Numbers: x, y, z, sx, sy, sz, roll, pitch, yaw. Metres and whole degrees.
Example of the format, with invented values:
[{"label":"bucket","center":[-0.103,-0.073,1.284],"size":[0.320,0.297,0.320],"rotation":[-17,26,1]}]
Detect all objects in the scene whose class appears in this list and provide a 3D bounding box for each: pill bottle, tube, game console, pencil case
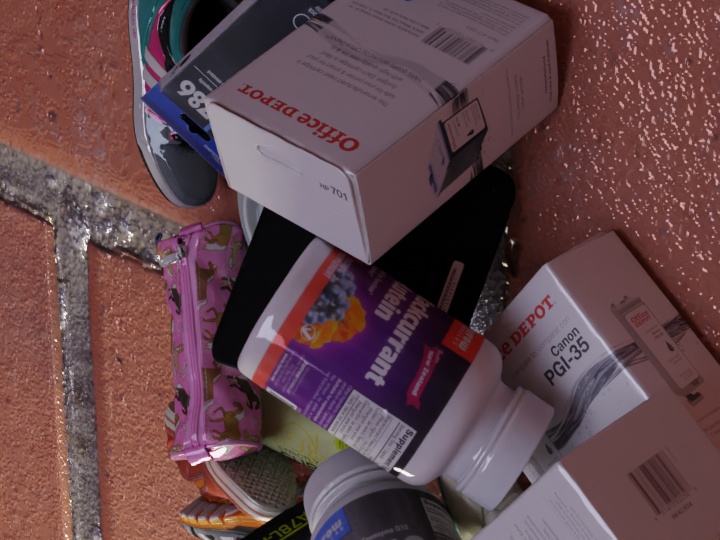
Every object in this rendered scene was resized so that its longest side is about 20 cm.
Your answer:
[{"label":"pill bottle","center":[0.026,0.074,1.188],"size":[0.199,0.112,0.112],"rotation":[33,132,2]},{"label":"pill bottle","center":[0.026,0.228,1.293],"size":[0.201,0.113,0.115],"rotation":[-114,31,-49]},{"label":"tube","center":[-0.047,0.137,1.497],"size":[0.199,0.058,0.052],"rotation":[22,82,34]},{"label":"game console","center":[0.000,0.000,1.311],"size":[0.174,0.116,0.202],"rotation":[21,83,-1]},{"label":"pencil case","center":[-0.127,0.062,1.479],"size":[0.083,0.086,0.202],"rotation":[-22,72,59]}]

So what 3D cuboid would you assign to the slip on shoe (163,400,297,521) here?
[{"label":"slip on shoe","center":[-0.115,0.175,1.548],"size":[0.200,0.073,0.062],"rotation":[31,120,52]}]

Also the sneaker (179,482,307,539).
[{"label":"sneaker","center":[-0.088,0.233,1.561],"size":[0.199,0.078,0.078],"rotation":[1,118,48]}]

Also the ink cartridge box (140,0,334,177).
[{"label":"ink cartridge box","center":[-0.078,-0.147,1.349],"size":[0.099,0.039,0.200],"rotation":[41,124,-17]}]

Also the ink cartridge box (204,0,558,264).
[{"label":"ink cartridge box","center":[0.017,-0.115,1.200],"size":[0.146,0.200,0.086],"rotation":[29,148,35]}]

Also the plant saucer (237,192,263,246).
[{"label":"plant saucer","center":[-0.042,-0.042,1.415],"size":[0.199,0.050,0.202],"rotation":[21,121,40]}]

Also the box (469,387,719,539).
[{"label":"box","center":[0.140,0.184,1.140],"size":[0.098,0.124,0.200],"rotation":[53,137,12]}]

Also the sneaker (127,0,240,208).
[{"label":"sneaker","center":[-0.126,-0.146,1.440],"size":[0.120,0.083,0.202],"rotation":[11,113,53]}]

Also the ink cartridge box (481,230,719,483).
[{"label":"ink cartridge box","center":[0.174,0.098,1.223],"size":[0.201,0.082,0.147],"rotation":[53,137,15]}]

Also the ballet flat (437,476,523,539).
[{"label":"ballet flat","center":[0.120,0.215,1.344],"size":[0.069,0.069,0.202],"rotation":[-9,108,47]}]

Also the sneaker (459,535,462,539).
[{"label":"sneaker","center":[0.049,0.273,1.447],"size":[0.071,0.073,0.201],"rotation":[55,128,27]}]

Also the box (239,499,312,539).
[{"label":"box","center":[-0.056,0.285,1.440],"size":[0.047,0.192,0.202],"rotation":[29,133,35]}]
